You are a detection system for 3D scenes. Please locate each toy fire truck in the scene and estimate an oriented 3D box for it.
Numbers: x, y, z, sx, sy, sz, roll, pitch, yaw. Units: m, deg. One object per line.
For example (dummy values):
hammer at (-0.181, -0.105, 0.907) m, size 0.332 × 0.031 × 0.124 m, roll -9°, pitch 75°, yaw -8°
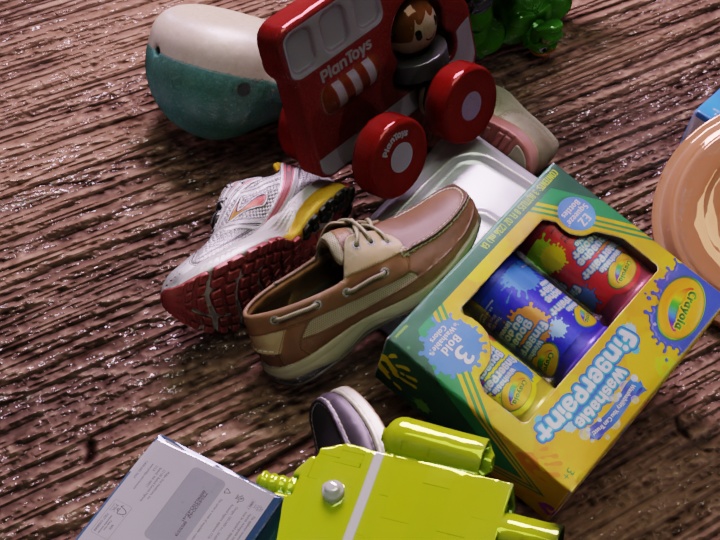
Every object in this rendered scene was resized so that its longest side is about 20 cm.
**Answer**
toy fire truck at (0.014, -0.167, 1.183) m, size 0.112 × 0.168 × 0.200 m, roll 27°, pitch 55°, yaw 39°

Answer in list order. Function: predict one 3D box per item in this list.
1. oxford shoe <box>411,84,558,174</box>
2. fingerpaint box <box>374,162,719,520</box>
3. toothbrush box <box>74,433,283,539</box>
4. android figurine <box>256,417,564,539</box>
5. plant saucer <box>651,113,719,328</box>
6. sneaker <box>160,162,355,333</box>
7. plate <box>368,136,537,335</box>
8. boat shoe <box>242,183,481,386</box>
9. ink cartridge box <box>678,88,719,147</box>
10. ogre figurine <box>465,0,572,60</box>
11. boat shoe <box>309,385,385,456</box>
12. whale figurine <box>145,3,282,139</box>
oxford shoe at (0.084, -0.143, 1.318) m, size 0.200 × 0.071 × 0.074 m, roll 41°, pitch 39°, yaw 17°
fingerpaint box at (0.139, 0.048, 1.093) m, size 0.167 × 0.073 × 0.200 m, roll 40°, pitch 66°, yaw 12°
toothbrush box at (-0.122, 0.216, 0.852) m, size 0.085 × 0.200 × 0.147 m, roll 26°, pitch 48°, yaw 12°
android figurine at (0.020, 0.174, 0.934) m, size 0.199 × 0.041 × 0.182 m, roll 14°, pitch 55°, yaw 16°
plant saucer at (0.335, -0.044, 1.214) m, size 0.200 × 0.032 × 0.201 m, roll -4°, pitch 73°, yaw 14°
sneaker at (-0.089, -0.020, 1.169) m, size 0.082 × 0.078 × 0.200 m, roll 28°, pitch 40°, yaw 21°
plate at (0.097, -0.012, 1.188) m, size 0.200 × 0.032 × 0.200 m, roll 35°, pitch 63°, yaw 19°
boat shoe at (0.000, 0.000, 1.108) m, size 0.200 × 0.074 × 0.076 m, roll -40°, pitch 31°, yaw -11°
ink cartridge box at (0.392, -0.122, 1.332) m, size 0.146 × 0.084 × 0.200 m, roll 35°, pitch 53°, yaw 21°
ogre figurine at (0.156, -0.264, 1.397) m, size 0.098 × 0.120 × 0.200 m, roll 30°, pitch 51°, yaw 12°
boat shoe at (-0.005, 0.165, 1.008) m, size 0.065 × 0.072 × 0.200 m, roll -6°, pitch 55°, yaw -21°
whale figurine at (-0.089, -0.160, 1.287) m, size 0.200 × 0.104 × 0.159 m, roll 4°, pitch 19°, yaw -37°
